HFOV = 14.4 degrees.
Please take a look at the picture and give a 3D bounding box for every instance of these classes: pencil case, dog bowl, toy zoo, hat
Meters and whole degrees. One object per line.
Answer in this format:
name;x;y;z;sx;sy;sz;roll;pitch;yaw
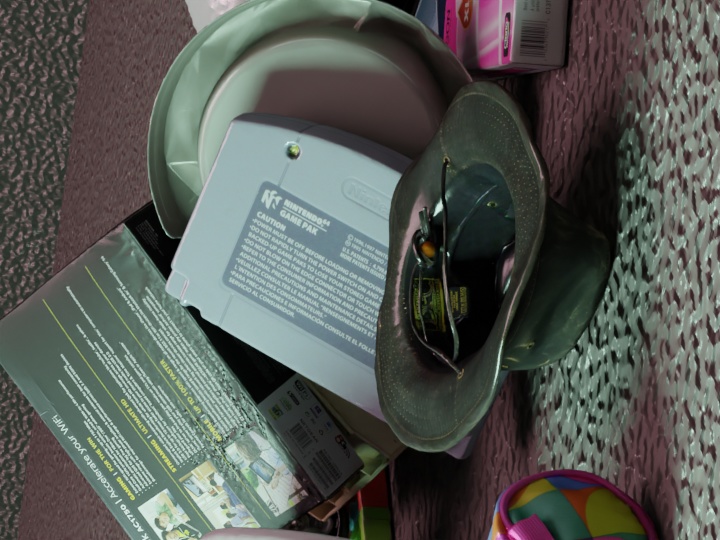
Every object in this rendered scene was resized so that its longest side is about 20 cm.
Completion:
pencil case;0.083;0.192;1.376;0.088;0.088;0.200;-102;21;-52
dog bowl;-0.019;-0.068;1.621;0.059;0.200;0.201;-66;-15;-71
toy zoo;-0.008;0.150;1.936;0.131;0.020;0.200;110;159;-51
hat;0.077;0.004;1.455;0.201;0.081;0.201;-170;90;-70

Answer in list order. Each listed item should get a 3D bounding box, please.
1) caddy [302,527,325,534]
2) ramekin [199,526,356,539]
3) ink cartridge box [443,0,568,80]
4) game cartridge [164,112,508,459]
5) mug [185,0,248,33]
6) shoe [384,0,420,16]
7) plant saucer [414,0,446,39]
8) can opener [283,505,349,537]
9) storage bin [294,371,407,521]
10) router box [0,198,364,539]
caddy;-0.028;0.210;1.736;0.200;0.141;0.105;171;98;-77
ramekin;-0.009;0.204;1.542;0.200;0.200;0.098;143;138;-73
ink cartridge box;0.078;-0.159;1.631;0.200;0.037;0.095;-176;89;-79
game cartridge;0.000;0.000;1.567;0.041;0.200;0.133;-31;-33;-63
mug;-0.049;-0.218;2.019;0.200;0.147;0.176;24;-120;-71
shoe;-0.016;-0.153;1.862;0.200;0.071;0.091;-58;21;11
plant saucer;0.037;-0.116;1.808;0.200;0.019;0.070;113;159;-62
can opener;-0.047;0.113;1.887;0.079;0.063;0.201;154;109;-75
storage bin;-0.043;0.041;1.769;0.199;0.094;0.200;48;159;3
router box;-0.113;0.076;1.681;0.149;0.200;0.051;-35;2;38
